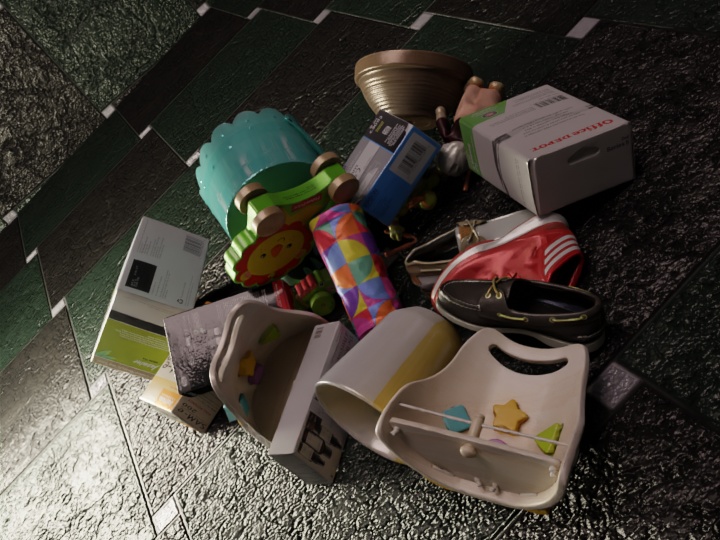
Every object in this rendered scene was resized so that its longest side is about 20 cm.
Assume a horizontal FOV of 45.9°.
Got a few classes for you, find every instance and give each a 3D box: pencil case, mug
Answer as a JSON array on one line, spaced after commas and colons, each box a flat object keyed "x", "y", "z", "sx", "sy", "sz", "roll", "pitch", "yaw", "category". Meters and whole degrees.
[{"x": 0.000, "y": 0.000, "z": 1.184, "sx": 0.088, "sy": 0.088, "sz": 0.200, "roll": -30, "pitch": 70, "yaw": 23, "category": "pencil case"}, {"x": 0.063, "y": 0.137, "z": 1.014, "sx": 0.153, "sy": 0.187, "sz": 0.149, "roll": -51, "pitch": -2, "yaw": -26, "category": "mug"}]

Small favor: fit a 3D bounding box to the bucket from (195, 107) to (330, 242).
[{"x": -0.141, "y": -0.128, "z": 1.307, "sx": 0.207, "sy": 0.207, "sz": 0.135, "roll": -40, "pitch": 48, "yaw": 8, "category": "bucket"}]

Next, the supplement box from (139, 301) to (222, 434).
[{"x": -0.255, "y": 0.153, "z": 1.389, "sx": 0.126, "sy": 0.074, "sz": 0.200, "roll": 4, "pitch": 57, "yaw": 52, "category": "supplement box"}]

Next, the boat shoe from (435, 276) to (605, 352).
[{"x": 0.178, "y": 0.036, "z": 0.965, "sx": 0.201, "sy": 0.061, "sz": 0.072, "roll": 12, "pitch": 43, "yaw": 27, "category": "boat shoe"}]

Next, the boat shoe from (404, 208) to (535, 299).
[{"x": 0.151, "y": -0.030, "z": 1.132, "sx": 0.200, "sy": 0.068, "sz": 0.075, "roll": -31, "pitch": 35, "yaw": 22, "category": "boat shoe"}]

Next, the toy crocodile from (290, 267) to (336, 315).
[{"x": -0.101, "y": 0.053, "z": 1.333, "sx": 0.200, "sy": 0.062, "sz": 0.068, "roll": -38, "pitch": 36, "yaw": 12, "category": "toy crocodile"}]

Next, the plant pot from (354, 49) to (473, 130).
[{"x": 0.087, "y": -0.293, "z": 1.429, "sx": 0.201, "sy": 0.201, "sz": 0.093, "roll": -2, "pitch": 82, "yaw": 48, "category": "plant pot"}]

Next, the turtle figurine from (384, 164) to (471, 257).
[{"x": 0.069, "y": -0.115, "z": 1.328, "sx": 0.200, "sy": 0.064, "sz": 0.161, "roll": -50, "pitch": 32, "yaw": -8, "category": "turtle figurine"}]

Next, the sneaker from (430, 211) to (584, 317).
[{"x": 0.180, "y": 0.014, "z": 1.041, "sx": 0.200, "sy": 0.078, "sz": 0.116, "roll": -38, "pitch": 31, "yaw": 14, "category": "sneaker"}]

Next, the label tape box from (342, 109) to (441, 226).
[{"x": 0.025, "y": -0.169, "z": 1.316, "sx": 0.143, "sy": 0.066, "sz": 0.200, "roll": -57, "pitch": 30, "yaw": 7, "category": "label tape box"}]

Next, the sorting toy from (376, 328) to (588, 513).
[{"x": 0.151, "y": 0.139, "z": 0.878, "sx": 0.200, "sy": 0.107, "sz": 0.180, "roll": 9, "pitch": 54, "yaw": 32, "category": "sorting toy"}]

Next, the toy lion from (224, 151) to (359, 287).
[{"x": -0.105, "y": -0.059, "z": 1.241, "sx": 0.200, "sy": 0.192, "sz": 0.069, "roll": -26, "pitch": 61, "yaw": -24, "category": "toy lion"}]

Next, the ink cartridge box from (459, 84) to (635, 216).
[{"x": 0.241, "y": -0.163, "z": 1.118, "sx": 0.145, "sy": 0.084, "sz": 0.200, "roll": -22, "pitch": 30, "yaw": -9, "category": "ink cartridge box"}]

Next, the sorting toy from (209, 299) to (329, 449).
[{"x": -0.139, "y": 0.127, "z": 1.135, "sx": 0.107, "sy": 0.180, "sz": 0.200, "roll": 8, "pitch": 67, "yaw": 24, "category": "sorting toy"}]

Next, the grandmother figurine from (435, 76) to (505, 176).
[{"x": 0.171, "y": -0.219, "z": 1.316, "sx": 0.121, "sy": 0.061, "sz": 0.200, "roll": 12, "pitch": 50, "yaw": 22, "category": "grandmother figurine"}]

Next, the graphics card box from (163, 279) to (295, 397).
[{"x": -0.189, "y": 0.104, "z": 1.285, "sx": 0.200, "sy": 0.051, "sz": 0.126, "roll": -19, "pitch": 73, "yaw": 6, "category": "graphics card box"}]

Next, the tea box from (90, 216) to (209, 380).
[{"x": -0.373, "y": 0.052, "z": 1.517, "sx": 0.200, "sy": 0.134, "sz": 0.197, "roll": -87, "pitch": 23, "yaw": -48, "category": "tea box"}]

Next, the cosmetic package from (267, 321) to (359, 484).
[{"x": -0.048, "y": 0.172, "z": 1.121, "sx": 0.051, "sy": 0.083, "sz": 0.200, "roll": -13, "pitch": 44, "yaw": 37, "category": "cosmetic package"}]

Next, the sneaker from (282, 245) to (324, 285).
[{"x": -0.122, "y": -0.028, "z": 1.444, "sx": 0.140, "sy": 0.078, "sz": 0.200, "roll": -23, "pitch": 23, "yaw": 37, "category": "sneaker"}]
